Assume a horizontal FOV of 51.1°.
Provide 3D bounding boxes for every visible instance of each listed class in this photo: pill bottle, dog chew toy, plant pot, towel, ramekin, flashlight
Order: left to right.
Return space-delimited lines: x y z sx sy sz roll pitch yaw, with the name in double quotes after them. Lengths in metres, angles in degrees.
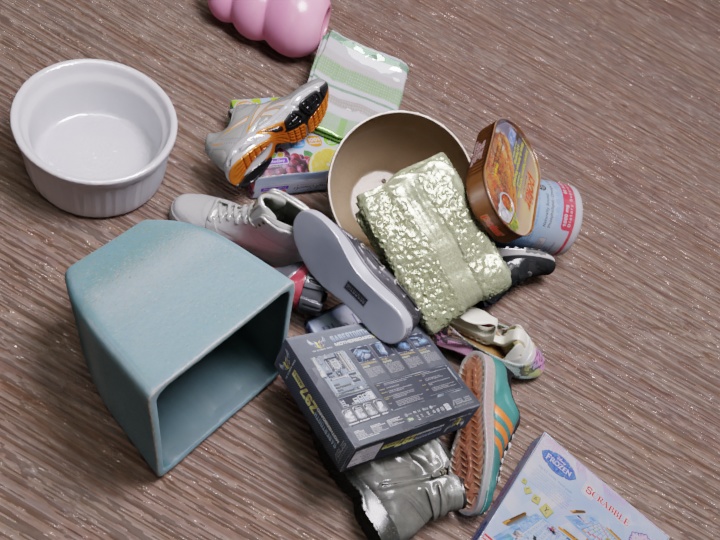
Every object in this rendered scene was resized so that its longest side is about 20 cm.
-0.343 -0.167 0.980 0.198 0.098 0.202 8 58 -13 "ramekin"
-0.216 0.061 0.836 0.200 0.197 0.196 39 56 17 "plant pot"
-0.136 -0.003 0.964 0.198 0.069 0.068 19 18 1 "flashlight"
-0.149 -0.414 1.186 0.198 0.125 0.125 16 56 2 "dog chew toy"
-0.009 -0.270 1.133 0.148 0.031 0.201 19 54 -6 "towel"
0.043 -0.102 1.032 0.198 0.134 0.203 1 87 -11 "plant pot"
0.093 -0.035 0.952 0.147 0.036 0.201 -30 93 -11 "towel"
0.216 -0.089 1.113 0.198 0.109 0.110 8 58 -14 "pill bottle"

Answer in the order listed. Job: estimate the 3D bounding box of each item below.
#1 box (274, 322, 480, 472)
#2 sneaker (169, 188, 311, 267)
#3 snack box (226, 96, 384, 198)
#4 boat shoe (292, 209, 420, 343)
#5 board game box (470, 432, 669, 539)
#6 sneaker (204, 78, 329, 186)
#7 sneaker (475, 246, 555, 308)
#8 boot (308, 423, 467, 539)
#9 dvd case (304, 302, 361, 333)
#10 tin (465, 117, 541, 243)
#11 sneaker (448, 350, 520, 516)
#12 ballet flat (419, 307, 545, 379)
0.021 0.133 0.882 0.199 0.051 0.158 -9 49 -39 "box"
-0.150 -0.076 0.980 0.198 0.116 0.074 19 57 -5 "sneaker"
-0.081 -0.188 1.107 0.198 0.053 0.143 -9 62 -23 "snack box"
0.000 0.000 0.924 0.200 0.070 0.066 45 35 12 "boat shoe"
0.248 0.337 0.908 0.200 0.041 0.200 40 56 8 "board game box"
-0.129 -0.208 1.024 0.092 0.076 0.200 39 67 21 "sneaker"
0.189 0.012 1.081 0.198 0.076 0.089 3 83 -21 "sneaker"
0.031 0.218 0.890 0.130 0.068 0.201 -27 80 -25 "boot"
0.034 0.121 0.981 0.142 0.018 0.201 -23 69 -28 "dvd case"
0.192 -0.120 1.001 0.112 0.042 0.201 42 42 -20 "tin"
0.163 0.206 0.940 0.079 0.071 0.202 22 65 -29 "sneaker"
0.173 0.089 1.003 0.198 0.071 0.070 22 51 -12 "ballet flat"
